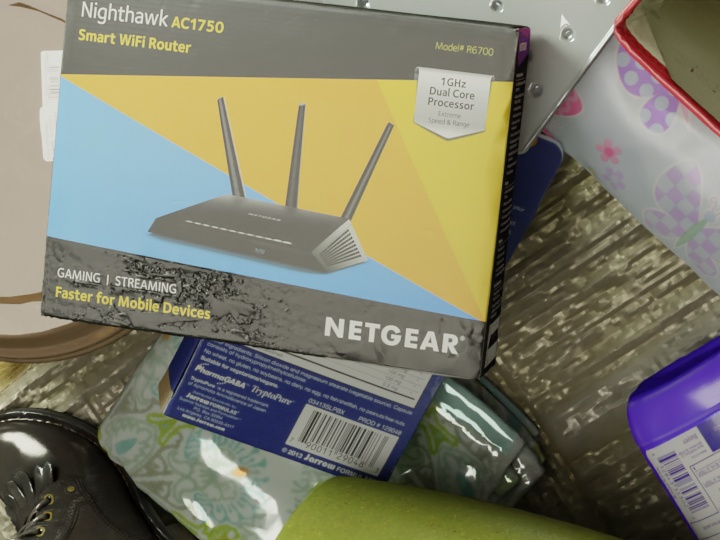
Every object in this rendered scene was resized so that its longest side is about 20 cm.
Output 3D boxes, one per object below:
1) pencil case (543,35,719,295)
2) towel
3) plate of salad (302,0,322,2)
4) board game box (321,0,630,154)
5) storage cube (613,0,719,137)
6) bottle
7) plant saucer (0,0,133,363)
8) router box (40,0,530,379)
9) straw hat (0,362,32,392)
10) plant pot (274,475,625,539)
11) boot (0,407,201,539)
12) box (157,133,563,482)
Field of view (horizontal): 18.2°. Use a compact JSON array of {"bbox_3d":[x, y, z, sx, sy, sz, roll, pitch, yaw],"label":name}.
[{"bbox_3d":[0.148,-0.065,1.024,0.200,0.083,0.091,45,138,5],"label":"pencil case"},{"bbox_3d":[-0.023,0.089,1.156,0.200,0.048,0.172,41,114,8],"label":"towel"},{"bbox_3d":[-0.014,-0.081,1.090,0.198,0.048,0.202,0,91,-3],"label":"plate of salad"},{"bbox_3d":[0.056,-0.188,0.983,0.200,0.026,0.201,42,107,15],"label":"board game box"},{"bbox_3d":[0.239,-0.117,0.921,0.171,0.180,0.200,45,114,5],"label":"storage cube"},{"bbox_3d":[0.207,0.127,1.062,0.083,0.065,0.201,-32,91,29],"label":"bottle"},{"bbox_3d":[-0.161,-0.056,1.037,0.198,0.029,0.202,1,96,11],"label":"plant saucer"},{"bbox_3d":[-0.033,-0.042,0.973,0.198,0.051,0.151,7,97,11],"label":"router box"},{"bbox_3d":[-0.149,-0.021,1.150,0.200,0.085,0.203,-22,60,45],"label":"straw hat"},{"bbox_3d":[0.052,0.182,1.043,0.199,0.187,0.188,28,113,21],"label":"plant pot"},{"bbox_3d":[-0.176,0.147,1.151,0.199,0.173,0.070,35,116,28],"label":"boot"},{"bbox_3d":[0.000,0.000,1.053,0.120,0.032,0.201,21,114,-18],"label":"box"}]
